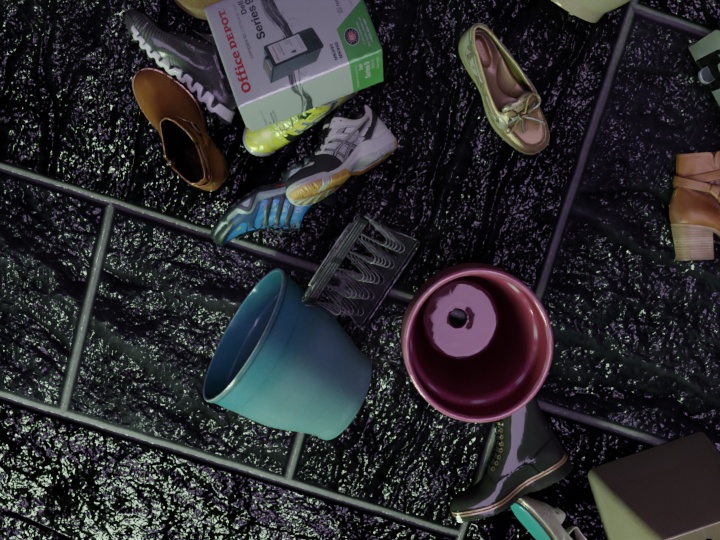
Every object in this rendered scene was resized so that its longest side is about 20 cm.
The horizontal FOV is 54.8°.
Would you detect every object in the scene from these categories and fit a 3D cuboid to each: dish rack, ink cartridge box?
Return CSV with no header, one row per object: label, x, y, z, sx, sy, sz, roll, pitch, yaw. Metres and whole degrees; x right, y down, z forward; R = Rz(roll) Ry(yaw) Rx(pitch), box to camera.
dish rack,0.000,0.000,0.953,0.054,0.199,0.155,35,97,18
ink cartridge box,-0.083,-0.290,0.895,0.195,0.084,0.149,-22,80,-1

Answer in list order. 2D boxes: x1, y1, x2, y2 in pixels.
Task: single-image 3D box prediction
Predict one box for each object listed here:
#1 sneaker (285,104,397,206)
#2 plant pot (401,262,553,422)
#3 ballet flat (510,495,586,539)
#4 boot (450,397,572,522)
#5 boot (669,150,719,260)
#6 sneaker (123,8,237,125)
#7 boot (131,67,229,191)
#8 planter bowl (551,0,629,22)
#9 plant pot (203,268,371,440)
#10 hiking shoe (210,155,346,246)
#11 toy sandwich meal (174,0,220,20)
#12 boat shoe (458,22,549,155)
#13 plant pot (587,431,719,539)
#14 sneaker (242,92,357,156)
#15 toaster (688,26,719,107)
sneaker,-0.040,-0.162,0.959,0.198,0.075,0.089,-35,91,-36
plant pot,0.151,0.084,0.968,0.193,0.179,0.207,0,98,0
ballet flat,0.306,0.410,1.084,0.062,0.067,0.202,-42,101,-24
boot,0.205,0.278,1.057,0.196,0.077,0.141,-26,92,-7
boot,0.545,-0.097,1.001,0.194,0.074,0.160,-2,92,-6
sneaker,-0.234,-0.303,0.967,0.199,0.067,0.091,42,100,-10
boot,-0.256,-0.193,0.938,0.075,0.155,0.203,-30,97,4
planter bowl,0.298,-0.417,0.906,0.197,0.202,0.136,29,125,-5
plant pot,-0.090,0.133,0.977,0.186,0.200,0.202,33,97,-20
hiking shoe,-0.123,-0.082,0.996,0.197,0.074,0.088,-32,96,4
toy sandwich meal,-0.194,-0.433,0.935,0.200,0.070,0.211,11,113,27
boat shoe,0.204,-0.252,0.979,0.073,0.063,0.202,-36,97,4
plant pot,0.476,0.389,1.014,0.195,0.177,0.205,-19,97,2
sneaker,-0.086,-0.235,0.973,0.198,0.076,0.076,-37,97,4
toaster,0.571,-0.283,0.936,0.197,0.119,0.184,-32,93,-1
